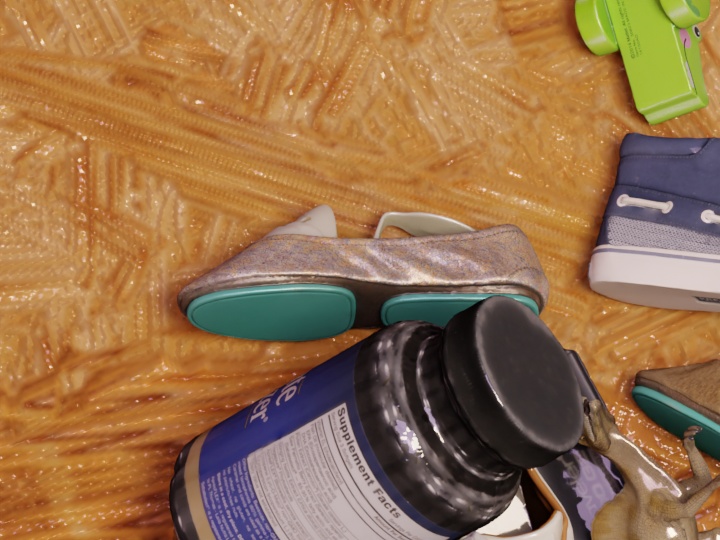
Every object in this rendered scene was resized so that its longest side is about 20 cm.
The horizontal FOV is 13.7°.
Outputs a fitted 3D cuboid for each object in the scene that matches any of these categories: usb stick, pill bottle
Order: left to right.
[{"bbox_3d":[0.010,0.094,1.506,0.200,0.112,0.112,-31,80,30],"label":"pill bottle"},{"bbox_3d":[0.133,0.135,1.597,0.055,0.033,0.200,-28,82,0],"label":"usb stick"}]

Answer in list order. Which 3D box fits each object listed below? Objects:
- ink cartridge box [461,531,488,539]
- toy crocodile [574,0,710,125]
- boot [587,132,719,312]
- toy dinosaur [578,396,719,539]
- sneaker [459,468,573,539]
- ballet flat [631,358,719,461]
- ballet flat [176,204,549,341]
[{"bbox_3d":[0.096,0.246,1.462,0.200,0.145,0.084,38,121,-18],"label":"ink cartridge box"},{"bbox_3d":[0.147,-0.179,1.652,0.067,0.062,0.201,-24,81,31],"label":"toy crocodile"},{"bbox_3d":[0.221,-0.022,1.590,0.199,0.073,0.091,8,77,21],"label":"boot"},{"bbox_3d":[0.166,0.152,1.550,0.101,0.058,0.201,-9,99,32],"label":"toy dinosaur"},{"bbox_3d":[0.085,0.174,1.559,0.073,0.085,0.201,-21,83,-10],"label":"sneaker"},{"bbox_3d":[0.225,0.081,1.552,0.072,0.200,0.068,-50,128,-6],"label":"ballet flat"},{"bbox_3d":[0.000,0.000,1.605,0.199,0.068,0.067,2,59,-10],"label":"ballet flat"}]
